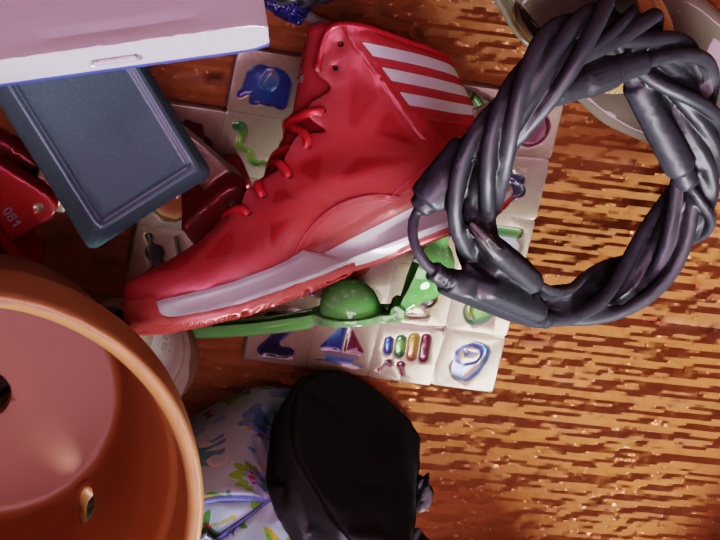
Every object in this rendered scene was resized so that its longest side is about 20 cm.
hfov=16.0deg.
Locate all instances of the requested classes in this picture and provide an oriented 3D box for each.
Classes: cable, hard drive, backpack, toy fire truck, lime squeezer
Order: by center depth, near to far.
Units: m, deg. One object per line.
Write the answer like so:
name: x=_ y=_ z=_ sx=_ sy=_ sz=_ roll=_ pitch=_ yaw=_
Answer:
hard drive: x=-0.119 y=-0.180 z=1.117 sx=0.132 sy=0.200 sz=0.025 roll=-8 pitch=157 yaw=-3
cable: x=0.106 y=-0.047 z=1.202 sx=0.200 sy=0.051 sz=0.163 roll=20 pitch=98 yaw=-50
toy fire truck: x=-0.149 y=-0.058 z=1.230 sx=0.141 sy=0.049 sz=0.200 roll=-31 pitch=112 yaw=10
lime squeezer: x=0.000 y=0.000 z=1.275 sx=0.200 sy=0.038 sz=0.071 roll=-36 pitch=120 yaw=14
backpack: x=-0.077 y=0.147 z=1.290 sx=0.154 sy=0.163 sz=0.200 roll=36 pitch=113 yaw=-11

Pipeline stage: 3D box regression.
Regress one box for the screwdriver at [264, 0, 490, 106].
screwdriver: x=-0.012 y=-0.115 z=1.232 sx=0.200 sy=0.029 sz=0.028 roll=27 pitch=109 yaw=-13

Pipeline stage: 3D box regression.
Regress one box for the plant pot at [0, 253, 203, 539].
plant pot: x=-0.171 y=0.078 z=1.156 sx=0.200 sy=0.140 sz=0.200 roll=-1 pitch=111 yaw=-4

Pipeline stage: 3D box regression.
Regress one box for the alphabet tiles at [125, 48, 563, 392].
alphabet tiles: x=-0.012 y=-0.025 z=1.288 sx=0.200 sy=0.008 sz=0.167 roll=8 pitch=114 yaw=-10

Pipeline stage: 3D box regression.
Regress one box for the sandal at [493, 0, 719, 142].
sandal: x=0.113 y=-0.125 z=1.229 sx=0.080 sy=0.054 sz=0.200 roll=-43 pitch=112 yaw=13

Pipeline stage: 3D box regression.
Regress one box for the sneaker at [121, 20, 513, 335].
sneaker: x=-0.035 y=-0.048 z=1.202 sx=0.200 sy=0.078 sz=0.116 roll=-22 pitch=93 yaw=-24

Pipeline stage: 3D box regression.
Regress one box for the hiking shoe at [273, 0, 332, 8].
hiking shoe: x=-0.081 y=-0.160 z=1.171 sx=0.200 sy=0.074 sz=0.087 roll=-10 pitch=74 yaw=-19

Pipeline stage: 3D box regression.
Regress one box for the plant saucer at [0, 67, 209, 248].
plant saucer: x=-0.148 y=-0.112 z=1.186 sx=0.070 sy=0.019 sz=0.200 roll=-33 pitch=99 yaw=-12

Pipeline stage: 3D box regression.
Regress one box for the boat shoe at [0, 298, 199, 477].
boat shoe: x=-0.171 y=0.085 z=1.273 sx=0.200 sy=0.072 sz=0.065 roll=-40 pitch=150 yaw=12
